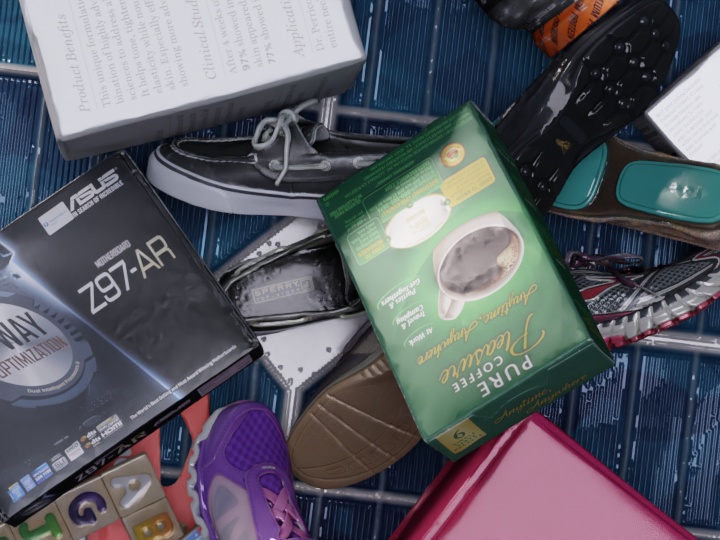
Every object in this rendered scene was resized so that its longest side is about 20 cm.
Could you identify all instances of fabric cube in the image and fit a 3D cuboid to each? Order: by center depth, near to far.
[{"bbox_3d":[0.117,0.216,1.611,0.199,0.200,0.196,39,88,-1],"label":"fabric cube"}]

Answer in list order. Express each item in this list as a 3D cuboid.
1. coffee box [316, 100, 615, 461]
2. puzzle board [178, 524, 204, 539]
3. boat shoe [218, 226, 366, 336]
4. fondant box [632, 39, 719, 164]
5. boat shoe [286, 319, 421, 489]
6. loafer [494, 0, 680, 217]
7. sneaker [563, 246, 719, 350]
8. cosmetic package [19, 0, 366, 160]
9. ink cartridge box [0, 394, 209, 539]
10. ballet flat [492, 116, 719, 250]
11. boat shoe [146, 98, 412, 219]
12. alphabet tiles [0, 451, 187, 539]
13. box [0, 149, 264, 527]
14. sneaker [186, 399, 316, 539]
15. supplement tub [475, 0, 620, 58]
[{"bbox_3d":[0.062,0.006,1.551,0.123,0.044,0.200,-33,55,11],"label":"coffee box"},{"bbox_3d":[-0.126,0.279,1.666,0.200,0.017,0.151,-41,108,-3],"label":"puzzle board"},{"bbox_3d":[0.000,0.000,1.677,0.200,0.064,0.071,-19,89,-4],"label":"boat shoe"},{"bbox_3d":[0.303,-0.076,1.701,0.144,0.058,0.200,-41,92,-4],"label":"fondant box"},{"bbox_3d":[0.024,0.063,1.668,0.072,0.065,0.200,34,113,-15],"label":"boat shoe"},{"bbox_3d":[0.128,-0.101,1.641,0.201,0.070,0.068,-50,118,-7],"label":"loafer"},{"bbox_3d":[0.163,0.016,1.679,0.200,0.081,0.075,-22,87,-3],"label":"sneaker"},{"bbox_3d":[-0.116,-0.178,1.625,0.200,0.166,0.167,-14,89,-4],"label":"cosmetic package"},{"bbox_3d":[-0.187,0.117,1.675,0.173,0.044,0.200,-1,89,-2],"label":"ink cartridge box"},{"bbox_3d":[0.173,-0.053,1.679,0.200,0.067,0.068,22,83,32],"label":"ballet flat"},{"bbox_3d":[-0.041,-0.073,1.653,0.199,0.074,0.068,10,116,12],"label":"boat shoe"},{"bbox_3d":[-0.175,0.241,1.657,0.167,0.008,0.200,-26,107,-8],"label":"alphabet tiles"},{"bbox_3d":[-0.187,0.043,1.624,0.200,0.044,0.160,-34,80,-4],"label":"box"},{"bbox_3d":[-0.056,0.179,1.618,0.080,0.088,0.200,8,71,-38],"label":"sneaker"},{"bbox_3d":[0.098,-0.246,1.661,0.123,0.123,0.200,-40,90,-4],"label":"supplement tub"}]
